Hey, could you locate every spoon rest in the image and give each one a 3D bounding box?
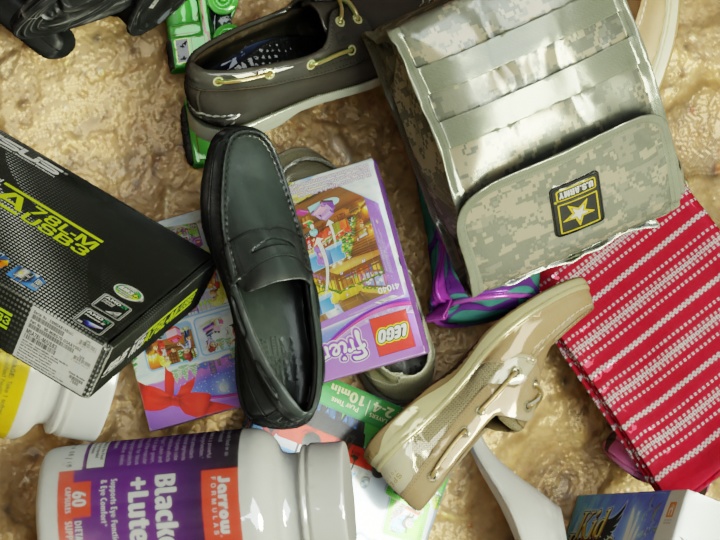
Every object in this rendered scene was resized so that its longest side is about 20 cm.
[{"bbox_3d":[0.111,0.153,1.495,0.060,0.099,0.202,-8,71,3],"label":"spoon rest"}]

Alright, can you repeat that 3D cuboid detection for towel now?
[{"bbox_3d":[0.219,0.047,1.482,0.144,0.022,0.201,-36,74,10],"label":"towel"}]

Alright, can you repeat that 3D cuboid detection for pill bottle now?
[{"bbox_3d":[-0.260,0.045,1.369,0.198,0.114,0.115,14,80,-15],"label":"pill bottle"},{"bbox_3d":[-0.105,0.162,1.374,0.198,0.111,0.112,-6,85,4],"label":"pill bottle"}]

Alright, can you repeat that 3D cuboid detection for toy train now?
[{"bbox_3d":[-0.111,-0.168,1.480,0.056,0.042,0.202,-8,87,-7],"label":"toy train"}]

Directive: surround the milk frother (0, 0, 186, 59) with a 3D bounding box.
[{"bbox_3d":[-0.199,-0.245,1.364,0.188,0.200,0.181,42,83,3],"label":"milk frother"}]

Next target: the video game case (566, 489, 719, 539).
[{"bbox_3d":[0.176,0.243,1.438,0.045,0.200,0.183,22,77,-12],"label":"video game case"}]

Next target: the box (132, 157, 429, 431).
[{"bbox_3d":[-0.066,0.018,1.431,0.198,0.039,0.138,-16,86,6],"label":"box"}]

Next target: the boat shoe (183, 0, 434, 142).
[{"bbox_3d":[-0.030,-0.155,1.435,0.200,0.061,0.072,-29,52,-20],"label":"boat shoe"}]

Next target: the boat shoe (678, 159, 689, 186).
[{"bbox_3d":[0.208,-0.060,1.553,0.072,0.065,0.201,-22,91,-18],"label":"boat shoe"}]

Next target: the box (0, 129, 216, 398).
[{"bbox_3d":[-0.211,-0.014,1.332,0.199,0.193,0.048,30,115,7],"label":"box"}]

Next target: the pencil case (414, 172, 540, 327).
[{"bbox_3d":[0.073,-0.064,1.492,0.092,0.085,0.202,-1,77,-40],"label":"pencil case"}]

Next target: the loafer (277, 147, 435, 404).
[{"bbox_3d":[0.000,0.000,1.479,0.075,0.068,0.201,-33,94,-18],"label":"loafer"}]

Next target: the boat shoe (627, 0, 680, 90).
[{"bbox_3d":[0.171,-0.133,1.486,0.069,0.074,0.202,18,84,-11],"label":"boat shoe"}]

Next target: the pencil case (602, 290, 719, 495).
[{"bbox_3d":[0.260,0.070,1.526,0.093,0.091,0.201,29,94,-32],"label":"pencil case"}]

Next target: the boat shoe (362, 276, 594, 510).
[{"bbox_3d":[0.094,0.085,1.457,0.200,0.071,0.065,-41,78,-9],"label":"boat shoe"}]

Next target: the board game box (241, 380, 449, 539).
[{"bbox_3d":[-0.029,0.181,1.467,0.150,0.037,0.201,23,79,-14],"label":"board game box"}]

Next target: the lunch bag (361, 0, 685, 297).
[{"bbox_3d":[0.113,-0.097,1.397,0.163,0.118,0.201,-24,99,-8],"label":"lunch bag"}]

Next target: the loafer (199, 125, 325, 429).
[{"bbox_3d":[-0.058,0.003,1.367,0.068,0.070,0.202,-8,86,-28],"label":"loafer"}]
